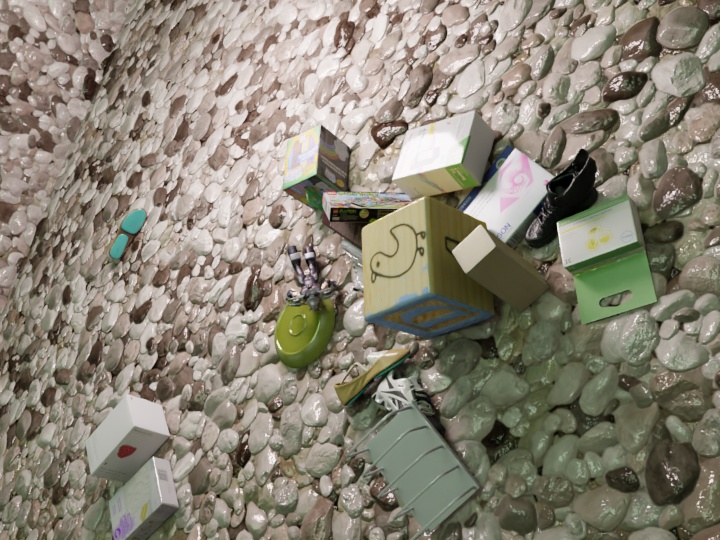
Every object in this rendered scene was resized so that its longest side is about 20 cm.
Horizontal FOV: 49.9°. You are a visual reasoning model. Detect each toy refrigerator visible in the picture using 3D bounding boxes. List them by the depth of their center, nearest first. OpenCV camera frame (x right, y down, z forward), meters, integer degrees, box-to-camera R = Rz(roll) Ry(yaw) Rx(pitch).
[{"bbox_3d":[0.261,-0.003,1.435,0.076,0.199,0.070,-44,44,17],"label":"toy refrigerator"}]

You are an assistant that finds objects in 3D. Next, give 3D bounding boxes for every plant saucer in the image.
[{"bbox_3d":[-0.144,0.136,1.872,0.199,0.031,0.202,-21,55,34],"label":"plant saucer"}]

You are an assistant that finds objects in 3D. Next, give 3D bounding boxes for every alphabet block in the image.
[{"bbox_3d":[0.132,0.001,1.533,0.194,0.195,0.202,-23,59,41],"label":"alphabet block"}]

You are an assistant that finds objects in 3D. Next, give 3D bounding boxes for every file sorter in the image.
[{"bbox_3d":[0.090,0.364,1.400,0.139,0.124,0.200,-46,69,15],"label":"file sorter"}]

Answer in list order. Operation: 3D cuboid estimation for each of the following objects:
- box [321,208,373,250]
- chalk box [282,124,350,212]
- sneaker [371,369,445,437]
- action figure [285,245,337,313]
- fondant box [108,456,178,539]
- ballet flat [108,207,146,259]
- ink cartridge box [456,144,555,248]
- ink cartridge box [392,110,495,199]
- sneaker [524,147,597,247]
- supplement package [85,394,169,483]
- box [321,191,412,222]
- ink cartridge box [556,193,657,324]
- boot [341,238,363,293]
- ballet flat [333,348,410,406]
[{"bbox_3d":[0.004,-0.111,1.801,0.199,0.099,0.076,34,122,47],"label":"box"},{"bbox_3d":[-0.114,-0.244,1.982,0.123,0.124,0.202,-17,56,36],"label":"chalk box"},{"bbox_3d":[0.104,0.258,1.535,0.199,0.074,0.089,30,91,47],"label":"sneaker"},{"bbox_3d":[-0.123,0.026,1.858,0.128,0.070,0.201,-8,47,-9],"label":"action figure"},{"bbox_3d":[-0.562,0.603,1.995,0.200,0.058,0.145,-45,44,17],"label":"fondant box"},{"bbox_3d":[-0.791,-0.131,2.622,0.201,0.067,0.072,-61,23,5],"label":"ballet flat"},{"bbox_3d":[0.293,-0.150,1.603,0.197,0.043,0.200,-52,44,10],"label":"ink cartridge box"},{"bbox_3d":[0.182,-0.252,1.716,0.199,0.087,0.147,-8,54,45],"label":"ink cartridge box"},{"bbox_3d":[0.374,-0.134,1.469,0.199,0.104,0.060,-41,46,20],"label":"sneaker"},{"bbox_3d":[-0.632,0.457,2.094,0.200,0.121,0.120,-48,43,14],"label":"supplement package"},{"bbox_3d":[0.018,-0.143,1.740,0.110,0.197,0.035,-117,30,-62],"label":"box"},{"bbox_3d":[0.438,-0.021,1.390,0.144,0.048,0.202,-23,52,33],"label":"ink cartridge box"},{"bbox_3d":[0.000,0.000,1.778,0.200,0.073,0.096,33,95,52],"label":"boot"},{"bbox_3d":[0.018,0.212,1.639,0.200,0.069,0.063,-42,79,20],"label":"ballet flat"}]
